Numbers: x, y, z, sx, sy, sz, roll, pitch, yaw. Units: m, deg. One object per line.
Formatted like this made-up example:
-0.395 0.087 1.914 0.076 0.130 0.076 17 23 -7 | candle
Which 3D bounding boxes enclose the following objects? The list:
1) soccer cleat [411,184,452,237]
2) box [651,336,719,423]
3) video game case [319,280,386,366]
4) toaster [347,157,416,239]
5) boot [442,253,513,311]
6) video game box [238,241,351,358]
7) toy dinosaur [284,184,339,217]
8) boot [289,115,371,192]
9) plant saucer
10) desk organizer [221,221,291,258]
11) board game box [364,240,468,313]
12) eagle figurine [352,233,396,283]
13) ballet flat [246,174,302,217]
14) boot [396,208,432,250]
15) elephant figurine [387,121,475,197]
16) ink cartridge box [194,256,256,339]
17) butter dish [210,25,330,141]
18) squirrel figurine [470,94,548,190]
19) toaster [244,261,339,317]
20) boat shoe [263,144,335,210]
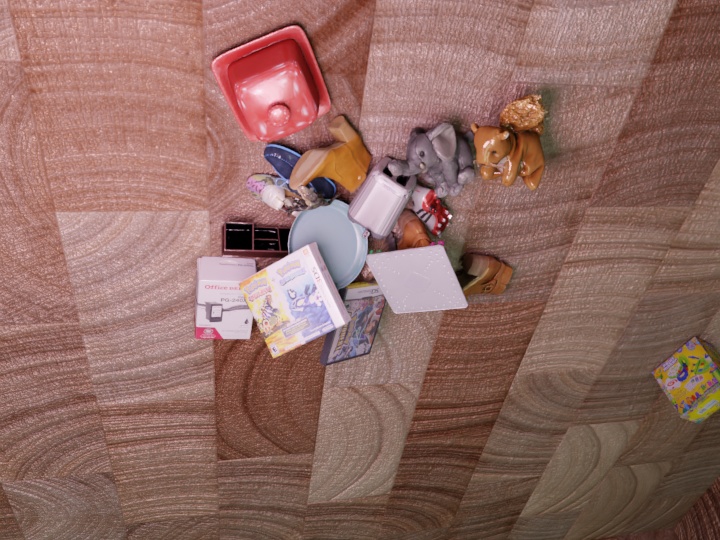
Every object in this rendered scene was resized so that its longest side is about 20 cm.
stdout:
0.166 -0.147 1.550 0.069 0.085 0.200 -52 153 -5 | soccer cleat
1.148 0.374 2.190 0.120 0.195 0.201 19 125 -29 | box
-0.010 0.123 1.554 0.179 0.025 0.204 -6 117 -52 | video game case
0.049 -0.163 1.419 0.112 0.200 0.130 32 118 0 | toaster
0.316 0.043 1.762 0.152 0.077 0.202 12 120 -29 | boot
-0.142 0.065 1.375 0.197 0.185 0.047 -27 178 22 | video game box
-0.108 -0.144 1.341 0.086 0.200 0.049 -13 91 15 | toy dinosaur
-0.055 -0.212 1.373 0.203 0.070 0.144 -54 135 -16 | boot
-0.075 -0.057 1.437 0.196 0.027 0.206 -2 94 -29 | plant saucer
-0.221 -0.070 1.484 0.195 0.074 0.077 1 173 -16 | desk organizer
0.134 0.019 1.505 0.196 0.026 0.202 -6 132 28 | board game box
-0.006 -0.005 1.589 0.149 0.153 0.201 28 127 -10 | eagle figurine
-0.163 -0.156 1.445 0.197 0.072 0.069 22 124 -30 | ballet flat
0.144 -0.034 1.575 0.072 0.156 0.202 -23 134 -3 | boot
0.156 -0.257 1.385 0.141 0.158 0.198 -36 134 27 | elephant figurine
-0.337 0.072 1.593 0.142 0.084 0.203 2 131 -16 | ink cartridge box
-0.163 -0.330 1.236 0.195 0.149 0.202 -21 133 3 | butter dish
0.318 -0.289 1.388 0.185 0.141 0.204 15 102 -47 | squirrel figurine
-0.147 0.052 1.519 0.180 0.121 0.198 -36 167 39 | toaster
-0.131 -0.200 1.396 0.198 0.070 0.083 31 162 -32 | boat shoe
